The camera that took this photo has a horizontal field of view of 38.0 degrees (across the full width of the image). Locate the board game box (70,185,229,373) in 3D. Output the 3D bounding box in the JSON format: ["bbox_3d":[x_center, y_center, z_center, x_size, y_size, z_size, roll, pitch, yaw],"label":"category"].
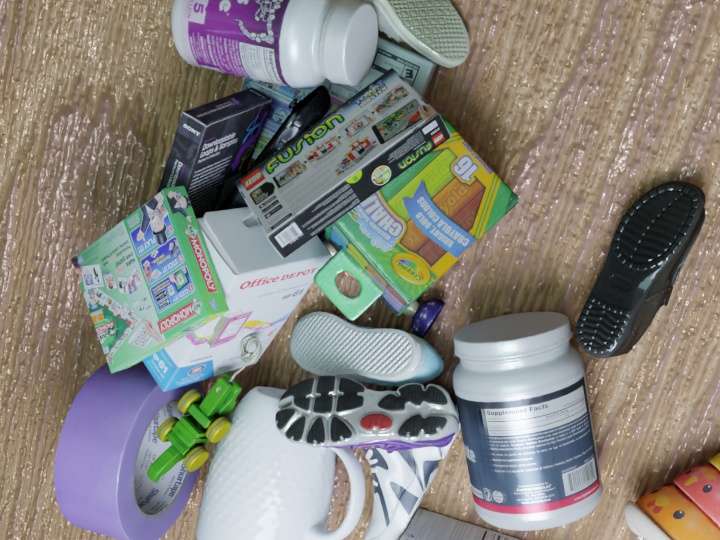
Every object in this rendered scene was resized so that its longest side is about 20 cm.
[{"bbox_3d":[-0.224,0.014,1.090,0.199,0.029,0.136,-27,82,43],"label":"board game box"}]

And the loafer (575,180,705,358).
[{"bbox_3d":[0.292,0.001,1.080,0.073,0.071,0.201,37,100,39],"label":"loafer"}]

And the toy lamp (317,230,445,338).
[{"bbox_3d":[0.000,0.000,1.169,0.199,0.058,0.059,33,108,7],"label":"toy lamp"}]

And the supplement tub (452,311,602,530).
[{"bbox_3d":[0.174,0.156,1.102,0.139,0.140,0.202,-8,98,18],"label":"supplement tub"}]

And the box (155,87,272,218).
[{"bbox_3d":[-0.173,-0.094,1.139,0.036,0.143,0.201,32,118,11],"label":"box"}]

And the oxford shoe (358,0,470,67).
[{"bbox_3d":[0.031,-0.282,1.106,0.199,0.075,0.058,36,150,-1],"label":"oxford shoe"}]

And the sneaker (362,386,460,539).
[{"bbox_3d":[0.023,0.213,1.193,0.129,0.079,0.201,30,108,11],"label":"sneaker"}]

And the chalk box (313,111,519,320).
[{"bbox_3d":[0.042,-0.039,1.071,0.200,0.124,0.125,-44,87,-9],"label":"chalk box"}]

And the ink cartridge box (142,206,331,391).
[{"bbox_3d":[-0.143,0.027,1.138,0.085,0.144,0.201,51,129,21],"label":"ink cartridge box"}]

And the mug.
[{"bbox_3d":[-0.079,0.235,1.183,0.198,0.147,0.177,13,91,35],"label":"mug"}]

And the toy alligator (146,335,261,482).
[{"bbox_3d":[-0.165,0.157,1.168,0.059,0.054,0.201,40,95,19],"label":"toy alligator"}]

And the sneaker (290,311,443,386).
[{"bbox_3d":[0.006,0.098,1.174,0.199,0.082,0.075,11,79,43],"label":"sneaker"}]

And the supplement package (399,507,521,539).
[{"bbox_3d":[0.136,0.365,1.171,0.198,0.109,0.115,15,105,14],"label":"supplement package"}]

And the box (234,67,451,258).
[{"bbox_3d":[-0.020,-0.108,1.024,0.199,0.110,0.035,-36,131,0],"label":"box"}]

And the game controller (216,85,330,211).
[{"bbox_3d":[-0.101,-0.115,1.126,0.042,0.105,0.200,36,115,-11],"label":"game controller"}]

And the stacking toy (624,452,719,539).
[{"bbox_3d":[0.386,0.233,1.080,0.146,0.146,0.200,43,91,5],"label":"stacking toy"}]

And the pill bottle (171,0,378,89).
[{"bbox_3d":[-0.087,-0.252,1.086,0.198,0.112,0.114,15,105,20],"label":"pill bottle"}]

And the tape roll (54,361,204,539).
[{"bbox_3d":[-0.261,0.208,1.213,0.084,0.200,0.202,11,104,18],"label":"tape roll"}]

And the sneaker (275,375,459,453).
[{"bbox_3d":[0.006,0.168,1.112,0.197,0.084,0.081,4,57,13],"label":"sneaker"}]

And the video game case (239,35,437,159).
[{"bbox_3d":[-0.038,-0.185,1.162,0.198,0.022,0.184,26,107,10],"label":"video game case"}]
